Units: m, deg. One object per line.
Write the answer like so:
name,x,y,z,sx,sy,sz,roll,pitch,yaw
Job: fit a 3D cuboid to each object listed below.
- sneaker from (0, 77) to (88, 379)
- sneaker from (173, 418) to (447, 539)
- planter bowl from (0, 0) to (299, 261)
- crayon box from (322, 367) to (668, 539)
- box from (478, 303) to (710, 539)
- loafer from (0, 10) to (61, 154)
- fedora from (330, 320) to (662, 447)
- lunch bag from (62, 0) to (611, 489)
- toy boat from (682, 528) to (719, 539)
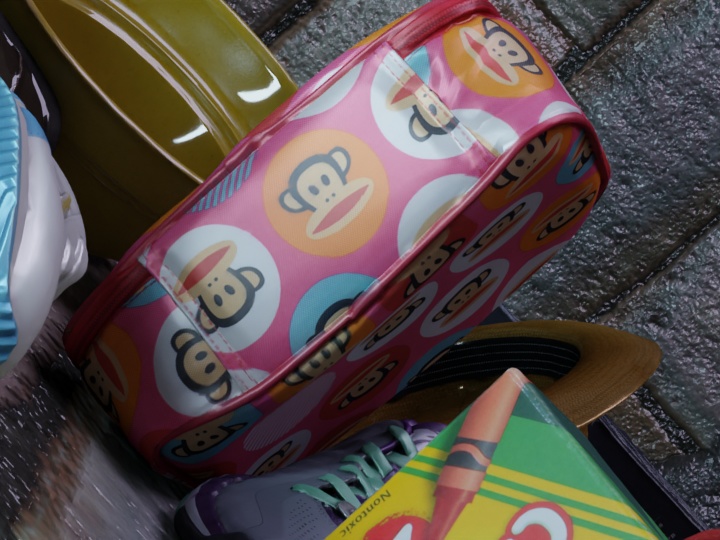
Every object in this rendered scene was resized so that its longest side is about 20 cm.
sneaker,-0.112,-0.014,0.760,0.081,0.076,0.200,51,4,-27
sneaker,-0.006,0.080,0.910,0.074,0.088,0.200,48,3,3
planter bowl,-0.104,-0.065,1.106,0.200,0.083,0.201,41,20,-18
crayon box,0.054,0.134,0.723,0.051,0.127,0.200,44,5,-44
box,0.072,0.102,1.337,0.198,0.123,0.200,47,2,-38
loafer,-0.186,-0.118,0.993,0.200,0.073,0.071,49,2,10
fedora,0.044,0.082,1.133,0.201,0.200,0.082,-115,-167,-79
lunch bag,0.000,0.000,0.956,0.082,0.200,0.176,50,1,18
toy boat,0.185,0.179,1.013,0.200,0.131,0.130,57,-31,2
